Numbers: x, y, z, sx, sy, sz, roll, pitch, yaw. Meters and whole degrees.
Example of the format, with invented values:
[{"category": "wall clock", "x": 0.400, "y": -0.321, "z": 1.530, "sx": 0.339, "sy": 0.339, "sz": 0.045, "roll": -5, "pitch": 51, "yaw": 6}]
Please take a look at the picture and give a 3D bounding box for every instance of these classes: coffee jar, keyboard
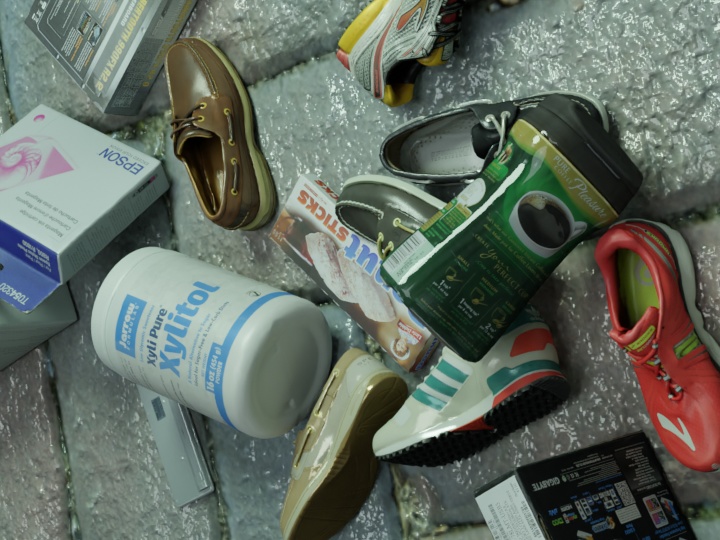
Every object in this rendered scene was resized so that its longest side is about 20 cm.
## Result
[{"category": "coffee jar", "x": 0.115, "y": -0.034, "z": 1.132, "sx": 0.200, "sy": 0.104, "sz": 0.085, "roll": -45, "pitch": 20, "yaw": 4}, {"category": "keyboard", "x": -0.198, "y": 0.136, "z": 1.501, "sx": 0.056, "sy": 0.011, "sz": 0.201, "roll": -32, "pitch": 73, "yaw": 40}]

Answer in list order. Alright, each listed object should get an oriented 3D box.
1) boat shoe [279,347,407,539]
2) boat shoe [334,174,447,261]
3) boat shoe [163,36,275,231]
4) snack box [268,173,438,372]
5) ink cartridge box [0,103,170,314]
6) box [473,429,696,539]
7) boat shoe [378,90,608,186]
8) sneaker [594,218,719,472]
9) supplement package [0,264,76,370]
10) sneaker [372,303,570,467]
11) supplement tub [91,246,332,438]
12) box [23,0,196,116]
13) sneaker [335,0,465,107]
[{"category": "boat shoe", "x": -0.024, "y": 0.159, "z": 1.333, "sx": 0.069, "sy": 0.073, "sz": 0.201, "roll": 46, "pitch": 118, "yaw": 40}, {"category": "boat shoe", "x": 0.051, "y": -0.025, "z": 1.248, "sx": 0.200, "sy": 0.072, "sz": 0.061, "roll": 20, "pitch": 62, "yaw": 35}, {"category": "boat shoe", "x": -0.143, "y": -0.132, "z": 1.407, "sx": 0.072, "sy": 0.067, "sz": 0.202, "roll": -30, "pitch": 74, "yaw": 35}, {"category": "snack box", "x": 0.000, "y": 0.000, "z": 1.328, "sx": 0.200, "sy": 0.024, "sz": 0.072, "roll": 43, "pitch": 116, "yaw": 28}, {"category": "ink cartridge box", "x": -0.324, "y": -0.068, "z": 1.487, "sx": 0.195, "sy": 0.200, "sz": 0.044, "roll": 25, "pitch": 147, "yaw": 33}, {"category": "box", "x": 0.189, "y": 0.227, "z": 1.081, "sx": 0.050, "sy": 0.199, "sz": 0.200, "roll": -33, "pitch": 73, "yaw": 34}, {"category": "boat shoe", "x": 0.105, "y": -0.107, "z": 1.218, "sx": 0.199, "sy": 0.060, "sz": 0.075, "roll": -2, "pitch": 89, "yaw": 38}, {"category": "sneaker", "x": 0.221, "y": 0.059, "z": 1.120, "sx": 0.077, "sy": 0.085, "sz": 0.202, "roll": -27, "pitch": 76, "yaw": 36}, {"category": "supplement package", "x": -0.421, "y": 0.043, "z": 1.603, "sx": 0.199, "sy": 0.116, "sz": 0.118, "roll": -30, "pitch": 74, "yaw": 34}, {"category": "sneaker", "x": 0.086, "y": 0.096, "z": 1.250, "sx": 0.199, "sy": 0.070, "sz": 0.094, "roll": -32, "pitch": 55, "yaw": 37}, {"category": "supplement tub", "x": -0.137, "y": 0.064, "z": 1.372, "sx": 0.199, "sy": 0.131, "sz": 0.133, "roll": 18, "pitch": 103, "yaw": 35}, {"category": "box", "x": -0.240, "y": -0.282, "z": 1.488, "sx": 0.158, "sy": 0.048, "sz": 0.201, "roll": 46, "pitch": 118, "yaw": 26}, {"category": "sneaker", "x": 0.064, "y": -0.218, "z": 1.245, "sx": 0.082, "sy": 0.078, "sz": 0.200, "roll": 55, "pitch": 131, "yaw": 18}]
